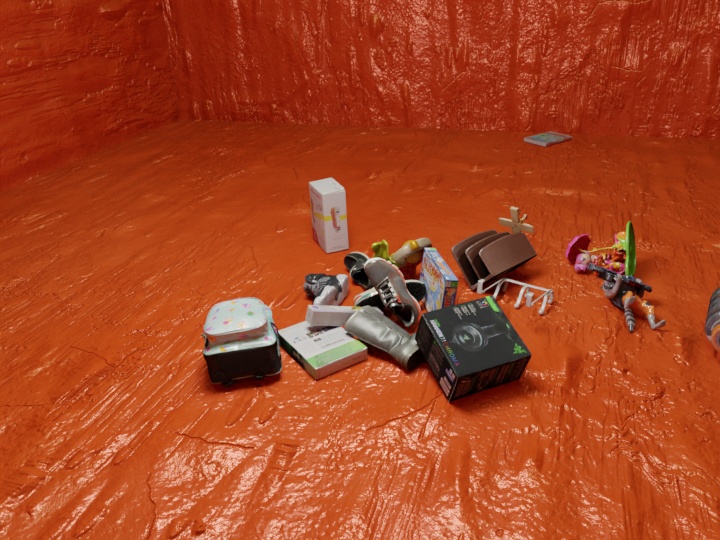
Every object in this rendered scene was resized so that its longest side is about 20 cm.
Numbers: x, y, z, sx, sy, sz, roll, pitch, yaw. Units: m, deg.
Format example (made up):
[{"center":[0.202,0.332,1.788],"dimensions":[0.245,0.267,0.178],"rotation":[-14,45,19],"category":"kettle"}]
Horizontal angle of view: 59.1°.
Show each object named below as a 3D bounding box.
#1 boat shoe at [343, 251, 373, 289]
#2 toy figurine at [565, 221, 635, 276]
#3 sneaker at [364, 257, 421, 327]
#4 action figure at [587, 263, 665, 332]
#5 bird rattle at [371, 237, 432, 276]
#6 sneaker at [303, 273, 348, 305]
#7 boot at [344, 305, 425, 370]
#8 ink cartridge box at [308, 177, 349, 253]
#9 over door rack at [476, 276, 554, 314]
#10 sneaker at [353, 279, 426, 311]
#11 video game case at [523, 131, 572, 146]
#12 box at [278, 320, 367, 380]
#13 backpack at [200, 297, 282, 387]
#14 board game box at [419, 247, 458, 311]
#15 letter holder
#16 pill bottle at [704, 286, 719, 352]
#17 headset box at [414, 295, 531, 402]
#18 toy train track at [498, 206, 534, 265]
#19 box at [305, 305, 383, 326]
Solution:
[{"center":[0.000,0.000,1.821],"dimensions":[0.067,0.073,0.200],"rotation":[-12,29,-28],"category":"boat shoe"},{"center":[0.681,-0.039,1.820],"dimensions":[0.181,0.151,0.202],"rotation":[-3,47,31],"category":"toy figurine"},{"center":[0.081,0.056,1.569],"dimensions":[0.077,0.201,0.082],"rotation":[-38,9,22],"category":"sneaker"},{"center":[0.651,0.064,1.601],"dimensions":[0.197,0.106,0.194],"rotation":[21,19,-9],"category":"action figure"},{"center":[0.132,-0.033,1.759],"dimensions":[0.162,0.114,0.198],"rotation":[-34,-23,33],"category":"bird rattle"},{"center":[-0.111,0.062,1.707],"dimensions":[0.112,0.077,0.200],"rotation":[6,21,19],"category":"sneaker"},{"center":[0.087,0.142,1.507],"dimensions":[0.180,0.074,0.199],"rotation":[-23,35,-38],"category":"boot"},{"center":[-0.103,-0.179,2.052],"dimensions":[0.082,0.203,0.145],"rotation":[-12,26,-19],"category":"ink cartridge box"},{"center":[0.398,0.067,1.633],"dimensions":[0.146,0.068,0.199],"rotation":[15,10,32],"category":"over door rack"},{"center":[0.072,0.061,1.673],"dimensions":[0.197,0.071,0.094],"rotation":[-19,24,-6],"category":"sneaker"},{"center":[0.927,-0.652,3.143],"dimensions":[0.198,0.018,0.142],"rotation":[-19,31,-30],"category":"video game case"},{"center":[-0.094,0.177,1.510],"dimensions":[0.143,0.037,0.199],"rotation":[-17,28,-28],"category":"box"},{"center":[-0.274,0.150,1.455],"dimensions":[0.173,0.156,0.200],"rotation":[-12,20,-7],"category":"backpack"},{"center":[0.197,0.042,1.640],"dimensions":[0.034,0.138,0.201],"rotation":[1,24,-12],"category":"board game box"},{"center":[0.372,-0.055,1.784],"dimensions":[0.198,0.144,0.101],"rotation":[-22,-12,-34],"category":"letter holder"},{"center":[0.855,0.116,1.463],"dimensions":[0.105,0.108,0.200],"rotation":[13,30,29],"category":"pill bottle"},{"center":[0.246,0.163,1.374],"dimensions":[0.197,0.094,0.175],"rotation":[-12,50,-19],"category":"headset box"},{"center":[0.464,-0.104,1.843],"dimensions":[0.114,0.202,0.032],"rotation":[22,52,42],"category":"toy train track"},{"center":[-0.038,0.112,1.567],"dimensions":[0.197,0.042,0.039],"rotation":[3,18,-28],"category":"box"}]
